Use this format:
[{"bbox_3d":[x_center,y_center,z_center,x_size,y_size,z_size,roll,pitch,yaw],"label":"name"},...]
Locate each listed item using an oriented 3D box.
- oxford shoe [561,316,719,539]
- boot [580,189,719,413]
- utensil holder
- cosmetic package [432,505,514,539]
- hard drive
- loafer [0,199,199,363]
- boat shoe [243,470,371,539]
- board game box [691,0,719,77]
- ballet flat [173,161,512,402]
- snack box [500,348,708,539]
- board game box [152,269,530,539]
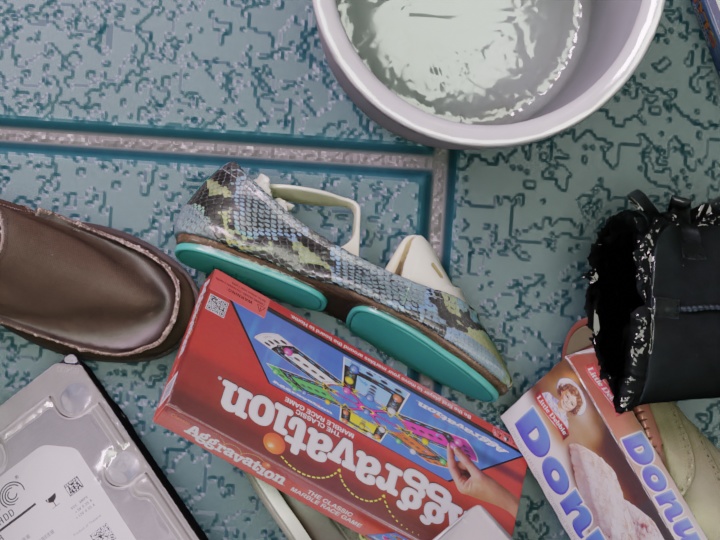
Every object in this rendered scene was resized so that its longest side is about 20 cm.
[{"bbox_3d":[0.170,0.114,1.348,0.074,0.071,0.201,-19,86,-33],"label":"oxford shoe"},{"bbox_3d":[0.201,0.057,1.307,0.162,0.073,0.199,3,82,-26],"label":"boot"},{"bbox_3d":[0.056,-0.144,1.263,0.169,0.200,0.171,0,91,-2],"label":"utensil holder"},{"bbox_3d":[0.077,0.212,1.268,0.107,0.200,0.090,-41,57,-3],"label":"cosmetic package"},{"bbox_3d":[-0.150,0.158,1.293,0.140,0.038,0.200,-37,61,0],"label":"hard drive"},{"bbox_3d":[-0.183,0.001,1.319,0.199,0.071,0.073,16,90,-2],"label":"loafer"},{"bbox_3d":[0.000,0.143,1.330,0.060,0.072,0.202,-36,98,-1],"label":"boat shoe"},{"bbox_3d":[0.229,-0.207,1.350,0.135,0.034,0.201,-20,91,-1],"label":"board game box"},{"bbox_3d":[0.000,0.000,1.332,0.200,0.074,0.074,26,90,-6],"label":"ballet flat"},{"bbox_3d":[0.146,0.143,1.305,0.024,0.072,0.200,-17,70,-37],"label":"snack box"},{"bbox_3d":[-0.006,0.085,1.304,0.200,0.103,0.019,30,134,-12],"label":"board game box"}]
